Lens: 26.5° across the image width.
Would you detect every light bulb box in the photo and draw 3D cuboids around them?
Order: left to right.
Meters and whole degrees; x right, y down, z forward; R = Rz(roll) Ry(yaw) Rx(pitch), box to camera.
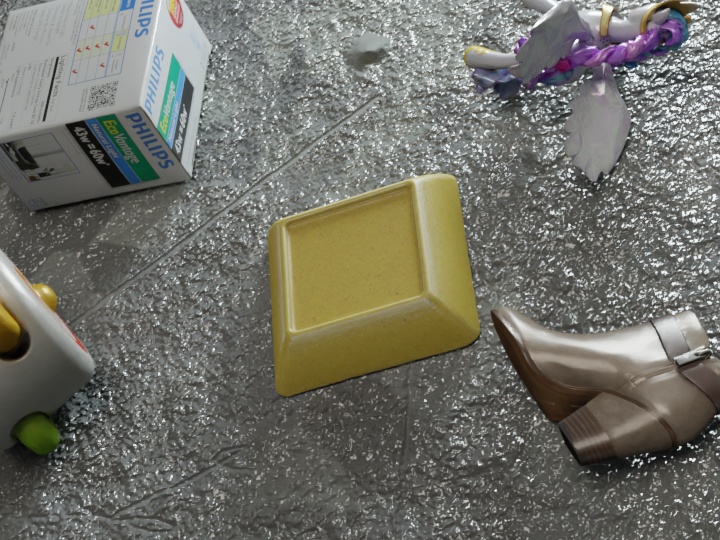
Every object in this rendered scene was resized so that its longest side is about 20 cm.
[{"bbox_3d":[-0.282,-0.191,1.644,0.200,0.125,0.198,-9,53,19],"label":"light bulb box"}]

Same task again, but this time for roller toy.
[{"bbox_3d":[-0.348,0.062,1.452,0.140,0.200,0.182,-41,44,-7],"label":"roller toy"}]

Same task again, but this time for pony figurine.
[{"bbox_3d":[0.196,-0.200,1.426,0.200,0.167,0.193,12,54,49],"label":"pony figurine"}]

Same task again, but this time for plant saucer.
[{"bbox_3d":[0.000,0.000,1.425,0.200,0.048,0.200,-16,51,13],"label":"plant saucer"}]

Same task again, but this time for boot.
[{"bbox_3d":[0.212,0.074,1.267,0.146,0.070,0.200,-27,50,-3],"label":"boot"}]
